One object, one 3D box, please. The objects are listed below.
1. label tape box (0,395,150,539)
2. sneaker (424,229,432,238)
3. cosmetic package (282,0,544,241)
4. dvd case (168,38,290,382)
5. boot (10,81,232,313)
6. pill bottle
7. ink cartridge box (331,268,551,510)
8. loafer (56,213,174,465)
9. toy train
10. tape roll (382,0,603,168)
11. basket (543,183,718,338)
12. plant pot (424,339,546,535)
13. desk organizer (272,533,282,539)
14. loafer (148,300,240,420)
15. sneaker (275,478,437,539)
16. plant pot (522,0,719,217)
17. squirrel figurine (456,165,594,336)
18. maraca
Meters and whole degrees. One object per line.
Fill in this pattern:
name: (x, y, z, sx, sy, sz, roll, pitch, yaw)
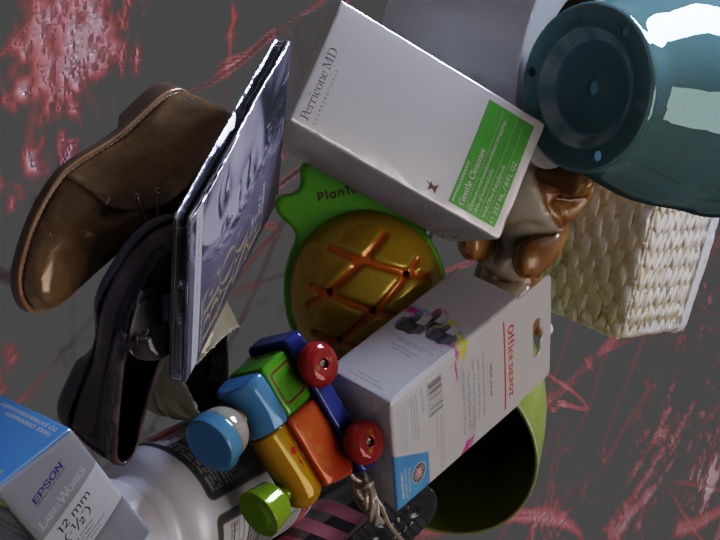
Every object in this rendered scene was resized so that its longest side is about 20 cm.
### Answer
label tape box: (-0.229, 0.111, 0.947, 0.066, 0.143, 0.200, -55, 148, -25)
sneaker: (0.028, -0.001, 1.391, 0.082, 0.070, 0.201, -42, 153, -73)
cosmetic package: (0.028, -0.111, 1.212, 0.199, 0.085, 0.108, 27, 78, -25)
dvd case: (-0.087, -0.043, 1.063, 0.200, 0.016, 0.149, -66, 169, -45)
boot: (-0.156, -0.046, 1.050, 0.200, 0.075, 0.074, -53, 149, -26)
pill bottle: (-0.131, 0.176, 1.189, 0.200, 0.115, 0.116, -22, 127, -53)
ink cartridge box: (0.068, 0.082, 1.248, 0.200, 0.068, 0.116, -36, 137, -34)
loafer: (-0.148, 0.051, 1.067, 0.072, 0.063, 0.200, -19, 146, -46)
toy train: (-0.042, 0.157, 1.155, 0.116, 0.084, 0.201, -41, 108, -39)
tape roll: (0.127, -0.202, 1.367, 0.202, 0.139, 0.204, -33, 131, -47)
basket: (0.250, -0.047, 1.631, 0.161, 0.198, 0.201, -9, 116, -54)
plant pot: (0.107, 0.127, 1.538, 0.200, 0.186, 0.188, -50, 149, -59)
desk organizer: (-0.058, 0.190, 1.343, 0.072, 0.077, 0.201, 33, 78, -34)
loafer: (-0.126, 0.030, 1.153, 0.076, 0.068, 0.201, -42, 142, -42)
sneaker: (-0.034, 0.221, 1.283, 0.200, 0.082, 0.070, -33, 131, -4)
plant pot: (0.241, -0.143, 1.274, 0.187, 0.200, 0.201, -2, 110, -43)
squirrel figurine: (0.150, -0.030, 1.481, 0.200, 0.141, 0.188, -60, 152, -69)
maraca: (0.000, 0.000, 1.287, 0.107, 0.136, 0.201, -127, -156, -74)
